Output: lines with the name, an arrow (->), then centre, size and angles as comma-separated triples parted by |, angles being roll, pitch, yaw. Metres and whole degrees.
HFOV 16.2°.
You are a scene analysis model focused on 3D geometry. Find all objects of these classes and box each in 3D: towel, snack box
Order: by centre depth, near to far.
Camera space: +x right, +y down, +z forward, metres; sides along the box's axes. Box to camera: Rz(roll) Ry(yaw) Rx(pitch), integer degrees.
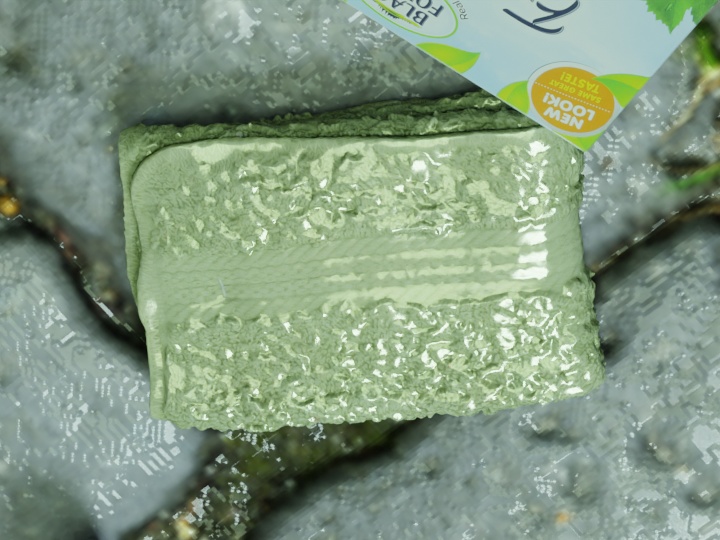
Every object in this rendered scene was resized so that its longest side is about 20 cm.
snack box -> 0.044, -0.151, 0.968 | 0.200, 0.053, 0.142 | 31, 136, -7
towel -> 0.000, 0.000, 1.068 | 0.200, 0.036, 0.148 | -5, 113, 7
